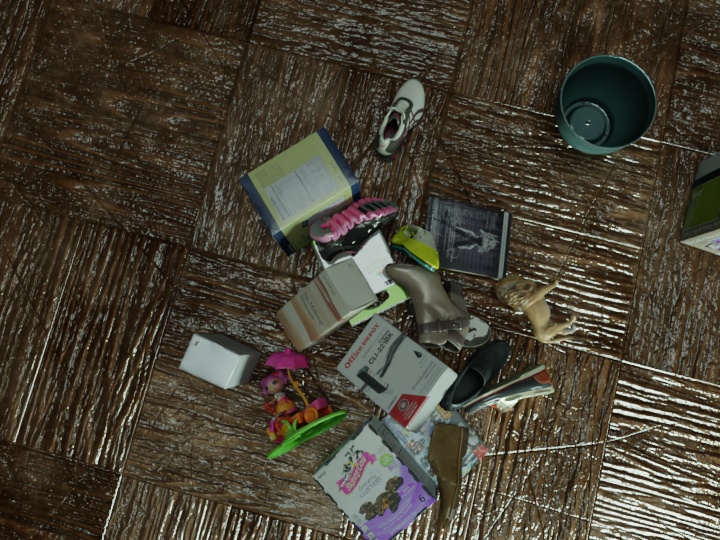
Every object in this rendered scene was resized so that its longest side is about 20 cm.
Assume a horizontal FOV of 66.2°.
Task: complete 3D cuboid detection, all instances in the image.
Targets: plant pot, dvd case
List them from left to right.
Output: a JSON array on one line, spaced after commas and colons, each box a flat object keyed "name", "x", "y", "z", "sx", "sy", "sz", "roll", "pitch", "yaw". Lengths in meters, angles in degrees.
[{"name": "dvd case", "x": 0.234, "y": -0.070, "z": 1.205, "sx": 0.197, "sy": 0.016, "sz": 0.151, "roll": 9, "pitch": 82, "yaw": -13}, {"name": "plant pot", "x": 0.512, "y": -0.339, "z": 1.201, "sx": 0.197, "sy": 0.134, "sz": 0.203, "roll": 0, "pitch": 82, "yaw": 2}]

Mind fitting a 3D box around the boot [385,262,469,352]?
[{"name": "boot", "x": 0.134, "y": 0.079, "z": 1.114, "sx": 0.197, "sy": 0.070, "sz": 0.148, "roll": 16, "pitch": 65, "yaw": -12}]

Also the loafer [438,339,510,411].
[{"name": "loafer", "x": 0.244, "y": 0.218, "z": 1.145, "sx": 0.200, "sy": 0.070, "sz": 0.068, "roll": -38, "pitch": 89, "yaw": -18}]

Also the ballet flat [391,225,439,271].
[{"name": "ballet flat", "x": 0.117, "y": -0.056, "z": 1.143, "sx": 0.066, "sy": 0.200, "sz": 0.068, "roll": 30, "pitch": 94, "yaw": -21}]

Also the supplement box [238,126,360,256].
[{"name": "supplement box", "x": -0.116, "y": -0.156, "z": 1.154, "sx": 0.198, "sy": 0.200, "sz": 0.135, "roll": -32, "pitch": 80, "yaw": -4}]

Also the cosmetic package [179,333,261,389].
[{"name": "cosmetic package", "x": -0.276, "y": 0.180, "z": 1.113, "sx": 0.100, "sy": 0.200, "sz": 0.072, "roll": 24, "pitch": 83, "yaw": 5}]

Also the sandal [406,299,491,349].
[{"name": "sandal", "x": 0.191, "y": 0.104, "z": 1.186, "sx": 0.199, "sy": 0.055, "sz": 0.082, "roll": 33, "pitch": 84, "yaw": -1}]

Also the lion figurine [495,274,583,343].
[{"name": "lion figurine", "x": 0.381, "y": 0.090, "z": 1.180, "sx": 0.121, "sy": 0.072, "sz": 0.202, "roll": -29, "pitch": 87, "yaw": 5}]

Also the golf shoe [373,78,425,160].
[{"name": "golf shoe", "x": 0.094, "y": -0.346, "z": 1.234, "sx": 0.076, "sy": 0.088, "sz": 0.202, "roll": 23, "pitch": 82, "yaw": 6}]

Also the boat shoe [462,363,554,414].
[{"name": "boat shoe", "x": 0.310, "y": 0.262, "z": 1.161, "sx": 0.198, "sy": 0.071, "sz": 0.063, "roll": -23, "pitch": 85, "yaw": -6}]

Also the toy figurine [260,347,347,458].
[{"name": "toy figurine", "x": -0.150, "y": 0.262, "z": 1.157, "sx": 0.199, "sy": 0.150, "sz": 0.186, "roll": -37, "pitch": 68, "yaw": 21}]

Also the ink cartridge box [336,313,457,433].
[{"name": "ink cartridge box", "x": 0.071, "y": 0.206, "z": 1.124, "sx": 0.199, "sy": 0.084, "sz": 0.145, "roll": 34, "pitch": 85, "yaw": 32}]

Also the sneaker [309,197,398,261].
[{"name": "sneaker", "x": -0.008, "y": -0.081, "z": 1.138, "sx": 0.198, "sy": 0.096, "sz": 0.079, "roll": -24, "pitch": 38, "yaw": -17}]

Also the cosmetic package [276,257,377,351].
[{"name": "cosmetic package", "x": -0.073, "y": 0.073, "z": 1.124, "sx": 0.200, "sy": 0.087, "sz": 0.104, "roll": -41, "pitch": 78, "yaw": 41}]

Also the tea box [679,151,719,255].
[{"name": "tea box", "x": 0.792, "y": -0.145, "z": 1.137, "sx": 0.132, "sy": 0.200, "sz": 0.199, "roll": 19, "pitch": 84, "yaw": 3}]

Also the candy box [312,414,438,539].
[{"name": "candy box", "x": 0.030, "y": 0.429, "z": 1.122, "sx": 0.168, "sy": 0.072, "sz": 0.200, "roll": -45, "pitch": 83, "yaw": 9}]

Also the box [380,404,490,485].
[{"name": "box", "x": 0.156, "y": 0.345, "z": 1.164, "sx": 0.137, "sy": 0.040, "sz": 0.200, "roll": -42, "pitch": 83, "yaw": -5}]

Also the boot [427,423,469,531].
[{"name": "boot", "x": 0.162, "y": 0.398, "z": 1.080, "sx": 0.074, "sy": 0.074, "sz": 0.202, "roll": 14, "pitch": 55, "yaw": 1}]

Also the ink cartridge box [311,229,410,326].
[{"name": "ink cartridge box", "x": 0.000, "y": 0.000, "z": 1.197, "sx": 0.146, "sy": 0.076, "sz": 0.202, "roll": -25, "pitch": 86, "yaw": -3}]
